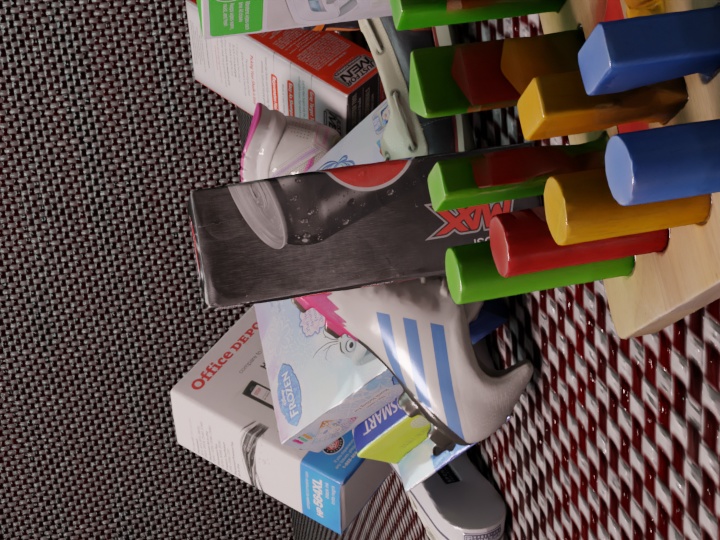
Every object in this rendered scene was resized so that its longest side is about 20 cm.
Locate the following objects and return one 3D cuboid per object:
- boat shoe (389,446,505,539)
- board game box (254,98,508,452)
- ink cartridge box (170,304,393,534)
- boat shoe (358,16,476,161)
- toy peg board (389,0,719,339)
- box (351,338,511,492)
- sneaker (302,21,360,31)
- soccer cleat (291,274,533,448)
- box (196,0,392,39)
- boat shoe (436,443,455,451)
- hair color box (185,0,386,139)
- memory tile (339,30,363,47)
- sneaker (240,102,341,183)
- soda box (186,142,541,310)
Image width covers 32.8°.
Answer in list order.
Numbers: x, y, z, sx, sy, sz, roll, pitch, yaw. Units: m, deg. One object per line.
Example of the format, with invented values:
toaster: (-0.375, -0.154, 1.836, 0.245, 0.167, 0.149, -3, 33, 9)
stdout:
boat shoe: (0.064, 0.174, 0.984, 0.200, 0.071, 0.070, -127, 31, -58)
board game box: (0.000, 0.000, 0.905, 0.199, 0.043, 0.200, -38, 51, 32)
ink cartridge box: (-0.060, 0.135, 1.169, 0.200, 0.146, 0.084, 24, 140, 23)
boat shoe: (0.042, -0.090, 0.799, 0.071, 0.062, 0.200, 26, -127, -77)
toy peg board: (0.081, -0.081, 0.486, 0.199, 0.098, 0.200, 115, 145, -75)
box: (0.033, 0.049, 0.923, 0.122, 0.048, 0.200, -42, 47, 34)
sneaker: (-0.032, -0.272, 0.971, 0.078, 0.112, 0.200, -109, 13, -47)
soccer cleat: (0.025, 0.021, 0.774, 0.200, 0.086, 0.070, 45, -170, -2)
box: (-0.022, -0.254, 0.709, 0.097, 0.176, 0.200, 109, 150, -72)
boat shoe: (0.039, 0.075, 1.002, 0.200, 0.075, 0.060, -117, 14, -62)
hair color box: (-0.069, -0.185, 1.135, 0.200, 0.061, 0.102, 35, 148, 24)
memory tile: (-0.017, -0.311, 1.149, 0.200, 0.017, 0.154, 94, 165, -56)
sneaker: (-0.059, -0.065, 1.110, 0.200, 0.088, 0.081, 96, -176, -59)
soda box: (0.003, -0.026, 0.711, 0.063, 0.200, 0.071, 176, 85, -80)
